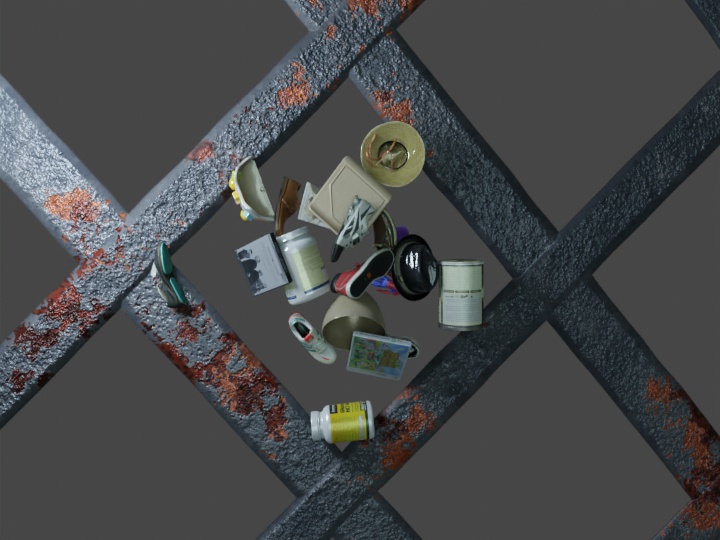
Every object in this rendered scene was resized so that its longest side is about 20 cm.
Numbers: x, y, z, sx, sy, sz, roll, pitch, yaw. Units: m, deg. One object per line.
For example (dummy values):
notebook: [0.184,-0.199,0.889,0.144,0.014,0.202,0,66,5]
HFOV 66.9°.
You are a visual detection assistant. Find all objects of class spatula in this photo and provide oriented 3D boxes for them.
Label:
spatula: [0.145,-0.038,1.722,0.055,0.021,0.207,-14,92,-8]

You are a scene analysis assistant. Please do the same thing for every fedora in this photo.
fedora: [0.183,-0.008,1.666,0.195,0.090,0.209,-1,92,-34]

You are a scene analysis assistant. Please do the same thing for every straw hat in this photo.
straw hat: [0.098,-0.351,1.670,0.193,0.085,0.210,0,92,1]

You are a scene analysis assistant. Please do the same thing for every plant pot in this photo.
plant pot: [-0.019,0.135,1.661,0.192,0.203,0.138,4,52,-5]

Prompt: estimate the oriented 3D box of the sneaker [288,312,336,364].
sneaker: [-0.150,0.220,1.689,0.070,0.093,0.201,-41,96,0]

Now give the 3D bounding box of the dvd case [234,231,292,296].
dvd case: [-0.291,-0.014,1.626,0.024,0.197,0.155,-26,96,-44]

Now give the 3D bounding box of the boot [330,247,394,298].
boot: [0.000,0.000,1.633,0.199,0.143,0.074,-41,114,-23]

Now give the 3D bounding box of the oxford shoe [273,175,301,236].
oxford shoe: [-0.218,-0.189,1.633,0.069,0.072,0.206,15,64,-10]

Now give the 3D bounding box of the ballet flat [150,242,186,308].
ballet flat: [-0.595,0.021,1.654,0.066,0.068,0.207,-17,95,6]

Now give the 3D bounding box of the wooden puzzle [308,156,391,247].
wooden puzzle: [-0.030,-0.203,1.618,0.184,0.037,0.202,39,86,-6]

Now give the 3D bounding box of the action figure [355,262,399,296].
action figure: [0.071,0.036,1.717,0.194,0.052,0.068,19,92,-8]

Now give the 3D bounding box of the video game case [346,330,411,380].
video game case: [0.053,0.264,1.670,0.175,0.023,0.203,11,138,0]

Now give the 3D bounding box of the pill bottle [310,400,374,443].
pill bottle: [-0.056,0.476,1.706,0.192,0.112,0.117,-5,95,-5]

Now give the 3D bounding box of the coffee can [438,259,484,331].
coffee can: [0.311,0.072,1.687,0.140,0.146,0.208,-1,95,-4]

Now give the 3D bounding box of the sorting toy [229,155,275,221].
sorting toy: [-0.332,-0.228,1.597,0.104,0.180,0.206,-21,95,-3]

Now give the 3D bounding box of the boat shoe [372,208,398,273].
boat shoe: [0.072,-0.092,1.680,0.074,0.073,0.209,-24,97,-43]

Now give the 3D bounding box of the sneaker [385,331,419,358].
sneaker: [0.092,0.236,1.713,0.192,0.088,0.079,2,96,-3]

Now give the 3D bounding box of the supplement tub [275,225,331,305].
supplement tub: [-0.181,-0.015,1.643,0.141,0.145,0.206,-20,96,-3]

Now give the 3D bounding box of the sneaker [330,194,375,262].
sneaker: [-0.020,-0.106,1.565,0.086,0.074,0.205,27,88,-5]

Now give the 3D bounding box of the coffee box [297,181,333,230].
coffee box: [-0.085,-0.183,1.670,0.193,0.080,0.117,16,92,-6]
